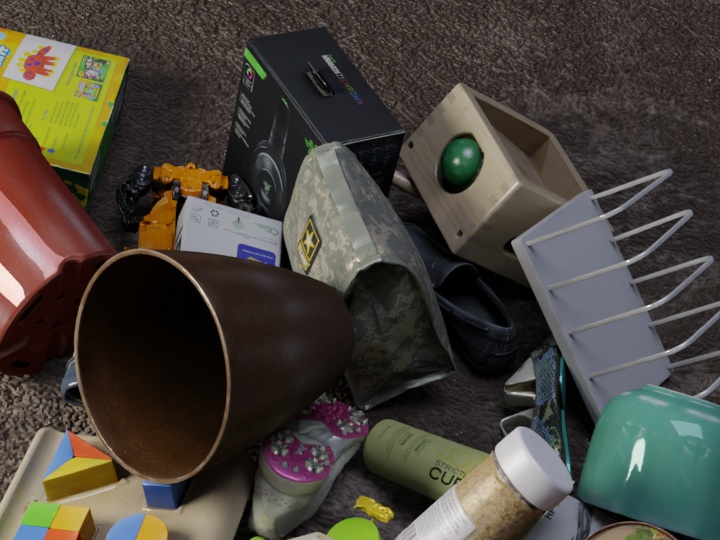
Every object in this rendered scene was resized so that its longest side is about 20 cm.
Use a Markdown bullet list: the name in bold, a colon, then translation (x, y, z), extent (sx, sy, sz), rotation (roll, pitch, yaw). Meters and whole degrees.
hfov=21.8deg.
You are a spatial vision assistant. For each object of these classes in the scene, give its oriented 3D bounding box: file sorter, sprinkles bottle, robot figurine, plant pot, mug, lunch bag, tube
- **file sorter**: translation (0.262, 0.022, 1.762), extent (0.138, 0.124, 0.202), rotation (-32, 99, -48)
- **sprinkles bottle**: translation (0.081, 0.215, 1.527), extent (0.068, 0.200, 0.068), rotation (42, 17, -16)
- **robot figurine**: translation (-0.171, -0.028, 1.821), extent (0.143, 0.059, 0.201), rotation (8, 43, -9)
- **plant pot**: translation (-0.327, -0.023, 1.684), extent (0.200, 0.202, 0.195), rotation (-30, 66, -39)
- **mug**: translation (0.279, 0.169, 1.660), extent (0.150, 0.116, 0.185), rotation (16, -2, 12)
- **plant pot**: translation (-0.104, 0.064, 1.564), extent (0.199, 0.188, 0.187), rotation (-11, 45, -48)
- **lunch bag**: translation (0.000, 0.000, 1.722), extent (0.116, 0.201, 0.165), rotation (-21, 48, 0)
- **tube**: translation (0.088, 0.178, 1.618), extent (0.199, 0.059, 0.052), rotation (18, 1, 44)

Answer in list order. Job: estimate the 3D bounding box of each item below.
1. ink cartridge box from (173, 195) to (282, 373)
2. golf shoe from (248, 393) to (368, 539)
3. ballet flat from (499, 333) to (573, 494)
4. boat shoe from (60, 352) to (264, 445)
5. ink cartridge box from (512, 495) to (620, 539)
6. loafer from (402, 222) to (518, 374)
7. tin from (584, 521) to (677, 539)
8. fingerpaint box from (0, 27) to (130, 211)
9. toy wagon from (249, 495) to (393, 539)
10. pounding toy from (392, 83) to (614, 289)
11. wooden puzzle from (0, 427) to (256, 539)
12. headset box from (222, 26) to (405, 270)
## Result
- **ink cartridge box**: translation (-0.126, 0.026, 1.716), extent (0.098, 0.039, 0.201), rotation (17, 45, -15)
- **golf shoe**: translation (-0.051, 0.169, 1.636), extent (0.075, 0.092, 0.200), rotation (26, 20, 11)
- **ballet flat**: translation (0.163, 0.130, 1.747), extent (0.073, 0.075, 0.201), rotation (11, 38, -4)
- **boat shoe**: translation (-0.165, 0.118, 1.646), extent (0.198, 0.075, 0.062), rotation (22, 44, -7)
- **ink cartridge box**: translation (0.158, 0.253, 1.606), extent (0.199, 0.067, 0.116), rotation (26, 44, 12)
- **loafer**: translation (0.092, 0.015, 1.842), extent (0.068, 0.071, 0.201), rotation (-17, 50, -29)
- **tin**: translation (0.191, 0.295, 1.512), extent (0.112, 0.042, 0.200), rotation (39, 85, 10)
- **fingerpaint box**: translation (-0.336, -0.149, 1.892), extent (0.165, 0.074, 0.201), rotation (13, 41, -4)
- **toy wagon**: translation (-0.040, 0.267, 1.500), extent (0.154, 0.040, 0.200), rotation (21, 55, 37)
- **pounding toy**: translation (0.114, -0.082, 1.894), extent (0.199, 0.142, 0.185), rotation (22, 30, -42)
- **wooden puzzle**: translation (-0.203, 0.198, 1.547), extent (0.198, 0.047, 0.186), rotation (7, 40, 11)
- **headset box**: translation (-0.049, -0.116, 1.846), extent (0.092, 0.201, 0.175), rotation (-13, 49, -28)
